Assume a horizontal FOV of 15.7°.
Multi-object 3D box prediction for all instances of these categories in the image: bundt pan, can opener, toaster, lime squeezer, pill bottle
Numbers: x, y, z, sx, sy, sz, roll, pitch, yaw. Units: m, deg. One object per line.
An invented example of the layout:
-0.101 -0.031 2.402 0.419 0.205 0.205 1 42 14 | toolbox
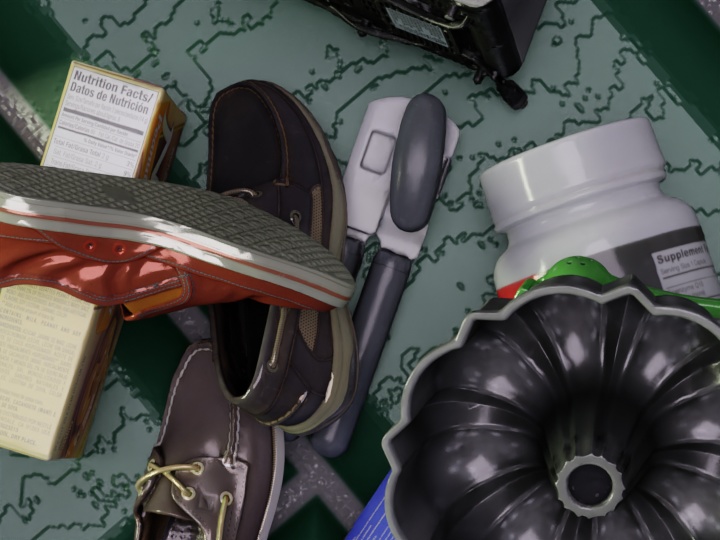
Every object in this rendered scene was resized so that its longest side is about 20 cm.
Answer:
0.114 0.090 1.259 0.201 0.076 0.203 3 108 9 | bundt pan
0.000 0.000 1.396 0.053 0.067 0.201 19 87 4 | can opener
0.017 -0.187 1.356 0.180 0.200 0.119 24 85 11 | toaster
0.098 0.034 1.308 0.200 0.038 0.071 -28 113 20 | lime squeezer
0.136 0.030 1.365 0.113 0.114 0.201 -18 86 1 | pill bottle

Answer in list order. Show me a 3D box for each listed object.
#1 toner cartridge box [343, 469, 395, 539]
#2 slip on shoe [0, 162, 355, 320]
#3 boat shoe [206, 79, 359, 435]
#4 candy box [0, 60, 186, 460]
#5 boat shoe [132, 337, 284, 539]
0.014 0.192 1.371 0.095 0.043 0.200 33 88 47 | toner cartridge box
-0.100 -0.005 1.298 0.199 0.074 0.061 10 111 -16 | slip on shoe
-0.052 -0.014 1.370 0.074 0.073 0.201 -29 63 33 | boat shoe
-0.150 -0.002 1.378 0.055 0.115 0.201 16 87 2 | candy box
-0.089 0.132 1.385 0.072 0.059 0.201 5 88 39 | boat shoe
